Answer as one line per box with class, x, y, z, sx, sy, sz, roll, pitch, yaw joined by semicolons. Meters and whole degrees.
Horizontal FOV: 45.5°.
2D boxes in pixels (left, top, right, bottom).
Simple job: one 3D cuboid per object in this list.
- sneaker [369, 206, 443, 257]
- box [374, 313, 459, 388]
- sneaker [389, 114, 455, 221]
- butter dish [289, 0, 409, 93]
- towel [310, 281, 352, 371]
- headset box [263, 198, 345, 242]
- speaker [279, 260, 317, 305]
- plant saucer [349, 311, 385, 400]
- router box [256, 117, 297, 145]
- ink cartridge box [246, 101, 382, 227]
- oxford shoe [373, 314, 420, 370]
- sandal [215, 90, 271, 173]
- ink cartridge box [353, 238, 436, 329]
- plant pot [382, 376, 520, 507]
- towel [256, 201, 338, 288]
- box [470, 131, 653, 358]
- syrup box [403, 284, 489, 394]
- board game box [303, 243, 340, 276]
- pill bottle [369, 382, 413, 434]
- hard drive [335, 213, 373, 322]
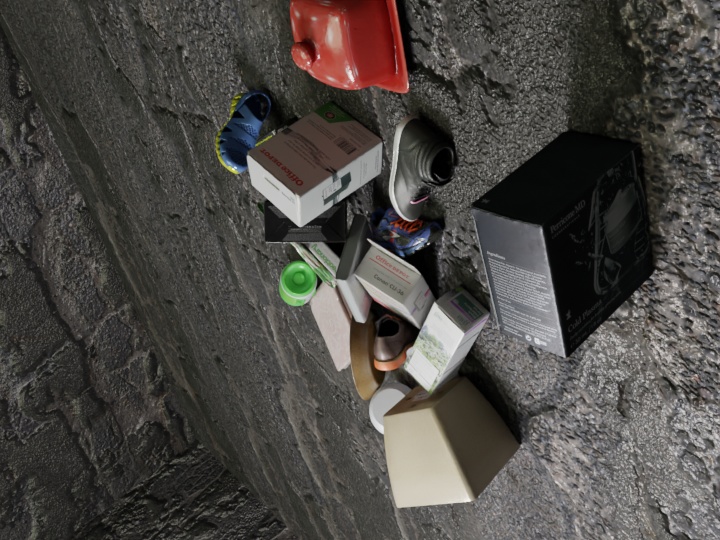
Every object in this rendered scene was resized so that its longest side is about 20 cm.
sneaker;0.071;-0.074;1.529;0.199;0.075;0.079;2;120;58
box;0.123;0.189;1.787;0.199;0.041;0.158;23;140;50
sneaker;0.102;-0.143;1.388;0.099;0.070;0.202;42;148;36
butter dish;-0.041;-0.353;1.301;0.198;0.147;0.202;31;146;42
towel;-0.053;0.120;1.981;0.193;0.032;0.200;66;157;11
headset box;-0.098;-0.102;1.606;0.200;0.146;0.079;-95;4;-81
speaker;-0.145;0.032;1.973;0.089;0.088;0.200;53;170;3
plant saucer;0.022;0.173;1.832;0.035;0.202;0.202;-6;126;15
router box;-0.157;-0.215;1.768;0.151;0.062;0.199;59;155;-11
ink cartridge box;-0.079;-0.188;1.503;0.146;0.199;0.084;41;151;27
oxford shoe;0.073;0.114;1.652;0.070;0.200;0.074;-4;111;17
sandal;-0.229;-0.286;1.707;0.079;0.203;0.086;29;146;-35
ink cartridge box;0.062;0.026;1.565;0.116;0.068;0.200;31;171;24
plant pot;0.156;0.322;1.665;0.198;0.199;0.179;-19;99;42
towel;-0.135;-0.053;1.825;0.200;0.023;0.153;46;-179;-35
box;0.260;-0.037;1.089;0.123;0.199;0.199;20;138;47
syrup box;0.155;0.129;1.571;0.079;0.081;0.201;43;139;21
board game box;-0.083;-0.041;1.825;0.200;0.035;0.126;46;178;20
pill bottle;0.079;0.300;1.836;0.112;0.112;0.200;46;179;17
hard drive;0.000;0.000;1.620;0.026;0.134;0.201;10;158;16
